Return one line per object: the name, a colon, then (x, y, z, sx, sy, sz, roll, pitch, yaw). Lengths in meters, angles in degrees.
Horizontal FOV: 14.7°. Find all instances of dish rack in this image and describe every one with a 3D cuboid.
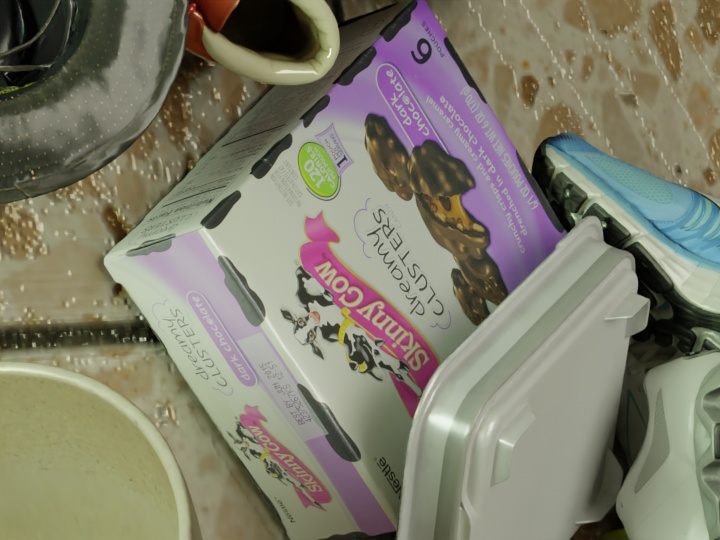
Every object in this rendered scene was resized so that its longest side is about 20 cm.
dish rack: (0.078, 0.086, 1.286, 0.200, 0.043, 0.173, -41, 145, -50)

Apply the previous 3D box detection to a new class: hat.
hat: (-0.166, -0.124, 1.140, 0.199, 0.081, 0.202, 1, 87, -17)

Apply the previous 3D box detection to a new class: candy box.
candy box: (0.000, 0.000, 1.288, 0.168, 0.071, 0.200, 57, 46, -18)

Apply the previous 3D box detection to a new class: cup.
cup: (-0.136, 0.156, 1.043, 0.144, 0.199, 0.201, 67, 36, -48)

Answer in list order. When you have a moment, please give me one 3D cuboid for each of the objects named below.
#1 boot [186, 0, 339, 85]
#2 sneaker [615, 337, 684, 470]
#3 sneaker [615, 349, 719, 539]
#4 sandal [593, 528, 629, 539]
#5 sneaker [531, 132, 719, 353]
boot: (-0.092, -0.146, 1.204, 0.199, 0.107, 0.075, 31, 95, -33)
sneaker: (0.155, 0.065, 1.408, 0.070, 0.080, 0.201, -22, 91, -18)
sneaker: (0.161, 0.138, 1.328, 0.074, 0.088, 0.202, 6, 87, -35)
sandal: (0.151, 0.231, 1.370, 0.087, 0.079, 0.201, 24, 63, -43)
sneaker: (0.170, -0.007, 1.365, 0.199, 0.079, 0.090, 35, 57, 16)
